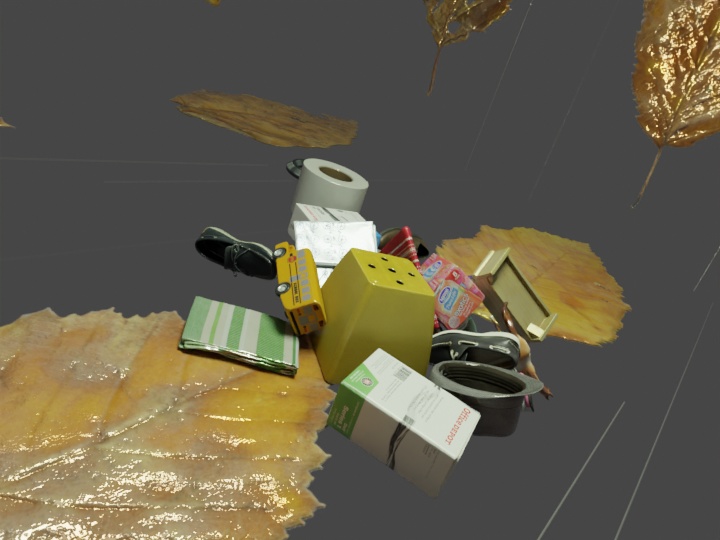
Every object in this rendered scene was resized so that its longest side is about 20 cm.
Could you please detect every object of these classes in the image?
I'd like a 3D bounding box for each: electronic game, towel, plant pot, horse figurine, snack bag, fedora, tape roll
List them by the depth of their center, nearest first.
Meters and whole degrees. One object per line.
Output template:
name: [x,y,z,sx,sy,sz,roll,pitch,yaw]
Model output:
fedora: [0.204,0.222,0.963,0.194,0.094,0.175,9,9,33]
towel: [-0.198,0.109,0.966,0.193,0.024,0.154,16,23,-12]
plant pot: [0.028,0.077,1.035,0.193,0.182,0.201,10,24,-24]
towel: [0.095,0.029,1.133,0.022,0.145,0.207,-12,78,-22]
horse figurine: [0.325,0.166,1.178,0.049,0.204,0.134,-26,30,2]
snack bag: [-0.047,-0.010,1.178,0.181,0.022,0.207,1,66,-13]
tape roll: [-0.089,-0.210,1.610,0.196,0.143,0.204,19,22,-8]
electronic game: [-0.160,-0.329,1.935,0.193,0.043,0.202,18,25,-8]

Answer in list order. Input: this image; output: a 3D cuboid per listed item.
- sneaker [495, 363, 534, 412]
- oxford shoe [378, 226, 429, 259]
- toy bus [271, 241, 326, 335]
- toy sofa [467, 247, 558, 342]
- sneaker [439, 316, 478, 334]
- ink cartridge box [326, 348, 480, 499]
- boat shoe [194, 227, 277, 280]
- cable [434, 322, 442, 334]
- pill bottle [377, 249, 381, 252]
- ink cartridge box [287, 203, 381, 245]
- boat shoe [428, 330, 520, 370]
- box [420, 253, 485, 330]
sneaker: [0.260,0.207,1.097,0.083,0.084,0.200,-10,13,-1]
oxford shoe: [0.120,-0.069,1.580,0.195,0.075,0.085,2,31,-39]
toy bus: [-0.116,0.024,1.055,0.076,0.067,0.203,-17,39,1]
toy sofa: [0.324,0.058,1.226,0.083,0.097,0.202,-44,101,-25]
sneaker: [0.216,0.118,1.277,0.092,0.077,0.200,50,8,-12]
ink cartridge box: [0.068,0.225,0.866,0.196,0.087,0.145,31,24,18]
boat shoe: [-0.251,-0.027,1.156,0.194,0.077,0.062,24,30,13]
cable: [0.136,0.088,1.276,0.094,0.051,0.202,22,22,-14]
pill bottle: [0.000,0.000,1.262,0.193,0.117,0.115,20,22,-6]
ink cartridge box: [-0.067,-0.092,1.442,0.194,0.087,0.145,4,28,-35]
boat shoe: [0.205,0.162,1.083,0.192,0.076,0.061,-2,29,20]
box: [0.174,0.042,1.209,0.095,0.103,0.200,46,2,-11]
